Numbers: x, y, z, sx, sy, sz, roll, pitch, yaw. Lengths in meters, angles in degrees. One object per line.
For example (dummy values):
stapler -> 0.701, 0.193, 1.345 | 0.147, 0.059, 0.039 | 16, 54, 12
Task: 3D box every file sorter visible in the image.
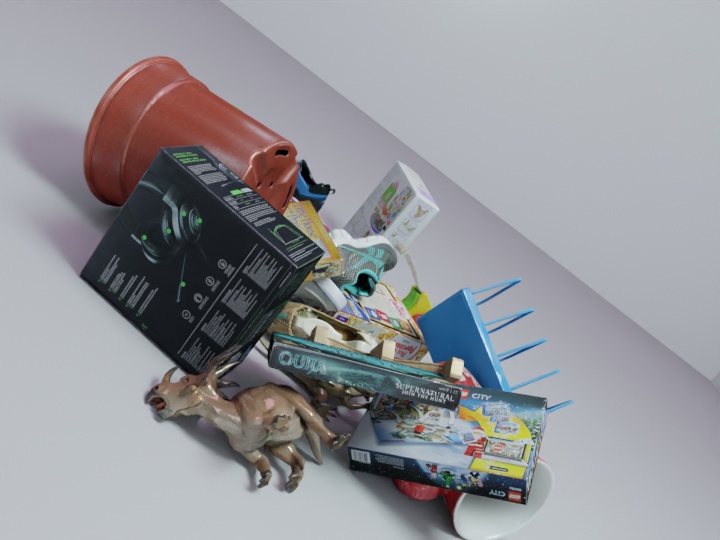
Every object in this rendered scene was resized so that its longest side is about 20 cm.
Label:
file sorter -> 0.194, 0.128, 1.100 | 0.122, 0.139, 0.201 | -14, 76, -28

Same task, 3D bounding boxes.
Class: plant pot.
plant pot -> -0.193, -0.129, 0.940 | 0.194, 0.202, 0.201 | 28, 14, 16

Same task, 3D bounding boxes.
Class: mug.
mug -> 0.120, 0.208, 0.955 | 0.177, 0.134, 0.200 | 29, 17, -34

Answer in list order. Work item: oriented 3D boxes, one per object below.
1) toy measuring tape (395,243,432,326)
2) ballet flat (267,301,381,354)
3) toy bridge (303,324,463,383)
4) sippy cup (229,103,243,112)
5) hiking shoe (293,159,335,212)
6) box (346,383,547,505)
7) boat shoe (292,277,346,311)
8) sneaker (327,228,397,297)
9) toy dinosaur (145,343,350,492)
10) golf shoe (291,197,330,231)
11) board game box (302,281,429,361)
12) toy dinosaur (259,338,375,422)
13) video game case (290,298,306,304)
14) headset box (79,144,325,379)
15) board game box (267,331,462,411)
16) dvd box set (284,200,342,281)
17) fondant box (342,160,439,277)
toy measuring tape -> 0.075, 0.051, 1.267 | 0.074, 0.073, 0.201 | -111, 177, -58
ballet flat -> -0.030, 0.097, 1.005 | 0.199, 0.071, 0.065 | 22, -13, -27
toy bridge -> 0.024, 0.108, 0.957 | 0.199, 0.067, 0.027 | 14, 68, -12
sippy cup -> -0.233, -0.176, 1.186 | 0.176, 0.140, 0.131 | 1, 32, 5
hiking shoe -> -0.138, -0.184, 1.443 | 0.200, 0.087, 0.074 | 42, 18, 7
box -> 0.101, 0.184, 0.868 | 0.199, 0.038, 0.137 | 6, 31, 21
boat shoe -> -0.108, 0.010, 1.037 | 0.199, 0.065, 0.074 | 31, -20, 29
sneaker -> 0.000, 0.000, 1.120 | 0.200, 0.077, 0.092 | 2, 55, -57
toy dinosaur -> -0.097, 0.139, 0.765 | 0.136, 0.086, 0.200 | 44, 11, 37
golf shoe -> -0.070, -0.053, 1.292 | 0.200, 0.075, 0.091 | 49, 17, 25
board game box -> -0.001, 0.055, 1.148 | 0.199, 0.046, 0.152 | 24, 24, -39
toy dinosaur -> -0.049, 0.135, 0.938 | 0.199, 0.058, 0.101 | 24, 5, -19
video game case -> -0.092, 0.030, 1.132 | 0.200, 0.018, 0.143 | 47, 19, 21
headset box -> -0.173, -0.012, 0.817 | 0.200, 0.174, 0.093 | 40, 18, 5
board game box -> -0.001, 0.107, 0.829 | 0.199, 0.028, 0.135 | 15, -2, -7
dvd box set -> -0.138, -0.029, 0.984 | 0.199, 0.030, 0.147 | -10, 40, -19
fondant box -> 0.039, -0.077, 1.357 | 0.058, 0.200, 0.145 | 30, 20, -26
